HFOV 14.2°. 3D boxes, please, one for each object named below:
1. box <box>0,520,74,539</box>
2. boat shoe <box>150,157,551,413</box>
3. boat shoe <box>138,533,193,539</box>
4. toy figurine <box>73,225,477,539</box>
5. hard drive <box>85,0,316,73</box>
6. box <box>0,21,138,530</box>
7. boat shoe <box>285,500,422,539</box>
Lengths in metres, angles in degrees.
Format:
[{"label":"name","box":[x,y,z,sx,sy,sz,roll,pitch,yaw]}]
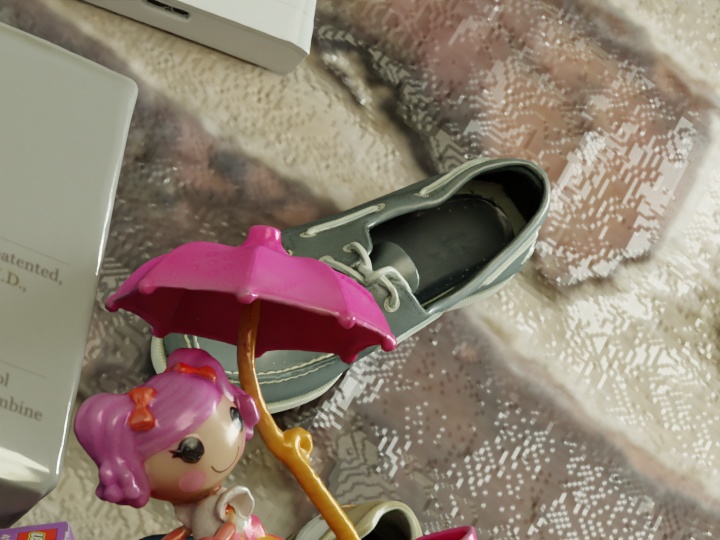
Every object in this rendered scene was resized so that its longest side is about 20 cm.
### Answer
[{"label":"box","box":[-0.095,0.201,0.929,0.039,0.200,0.137,-8,34,5]},{"label":"boat shoe","box":[0.000,0.000,1.208,0.200,0.062,0.073,-23,76,-36]},{"label":"boat shoe","box":[-0.119,0.165,1.050,0.200,0.069,0.084,-32,115,-49]},{"label":"toy figurine","box":[-0.036,0.082,0.972,0.200,0.150,0.184,-31,98,-39]},{"label":"hard drive","box":[-0.074,-0.195,1.301,0.132,0.026,0.200,19,57,-18]},{"label":"box","box":[-0.214,0.011,1.000,0.200,0.199,0.171,21,55,-20]},{"label":"boat shoe","box":[-0.029,0.170,1.093,0.075,0.068,0.200,28,54,-12]}]
